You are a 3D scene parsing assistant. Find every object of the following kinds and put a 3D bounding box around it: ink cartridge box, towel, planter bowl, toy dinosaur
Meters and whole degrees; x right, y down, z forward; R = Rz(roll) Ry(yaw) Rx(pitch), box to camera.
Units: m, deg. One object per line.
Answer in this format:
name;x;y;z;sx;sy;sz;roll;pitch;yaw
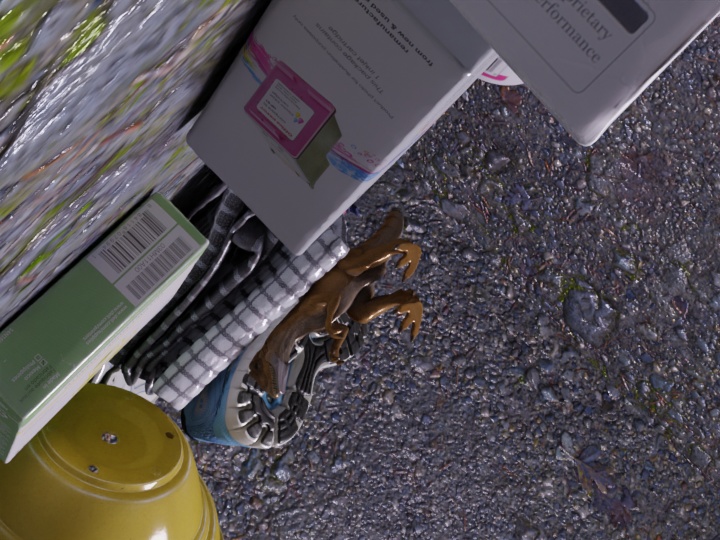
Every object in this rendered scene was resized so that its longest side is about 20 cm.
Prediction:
ink cartridge box;0.018;-0.111;0.676;0.145;0.085;0.200;-46;-177;-29
towel;-0.095;-0.004;1.026;0.166;0.086;0.200;-43;-171;7
ink cartridge box;-0.171;0.047;0.876;0.146;0.048;0.200;-47;179;-27
planter bowl;-0.164;0.129;0.929;0.084;0.199;0.200;-65;171;30
toy dinosaur;0.000;0.000;0.981;0.106;0.061;0.200;5;-141;42

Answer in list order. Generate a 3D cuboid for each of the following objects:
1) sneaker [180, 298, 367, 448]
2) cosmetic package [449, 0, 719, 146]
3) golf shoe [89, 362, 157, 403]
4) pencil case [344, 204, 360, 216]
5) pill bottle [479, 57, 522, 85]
sneaker;-0.066;0.053;1.072;0.089;0.079;0.200;-14;-158;34
cosmetic package;0.103;-0.162;0.449;0.200;0.123;0.199;-43;-178;17
golf shoe;-0.196;0.080;1.170;0.200;0.078;0.097;-48;177;-42
pencil case;0.015;-0.130;1.274;0.200;0.090;0.094;-49;170;-32
pill bottle;0.140;-0.228;1.123;0.113;0.113;0.200;-45;-178;-27
